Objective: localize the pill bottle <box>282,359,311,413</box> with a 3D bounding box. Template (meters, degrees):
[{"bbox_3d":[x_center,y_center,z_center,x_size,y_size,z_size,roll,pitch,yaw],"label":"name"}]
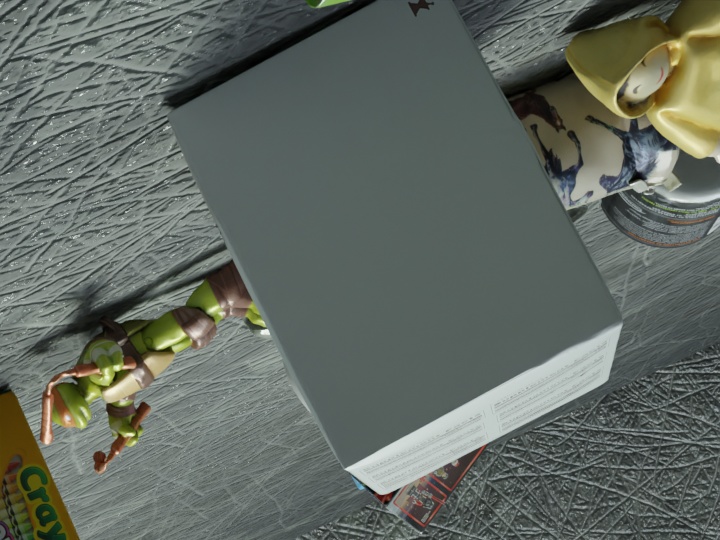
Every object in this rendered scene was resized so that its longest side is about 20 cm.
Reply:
[{"bbox_3d":[0.043,0.031,1.449,0.113,0.114,0.200,-15,164,-47],"label":"pill bottle"}]

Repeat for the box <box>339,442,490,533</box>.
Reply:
[{"bbox_3d":[0.073,0.093,1.511,0.200,0.040,0.137,-53,-162,-4],"label":"box"}]

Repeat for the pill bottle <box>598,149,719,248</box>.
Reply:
[{"bbox_3d":[0.217,-0.076,1.387,0.106,0.107,0.200,-26,169,-4],"label":"pill bottle"}]

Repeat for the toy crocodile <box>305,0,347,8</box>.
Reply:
[{"bbox_3d":[0.043,-0.150,0.733,0.067,0.062,0.200,-17,166,-43],"label":"toy crocodile"}]

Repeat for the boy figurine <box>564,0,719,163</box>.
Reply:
[{"bbox_3d":[0.215,-0.120,1.174,0.199,0.065,0.125,6,124,-28],"label":"boy figurine"}]

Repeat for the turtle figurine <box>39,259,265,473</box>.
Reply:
[{"bbox_3d":[-0.137,0.056,1.263,0.161,0.065,0.200,-33,162,-10],"label":"turtle figurine"}]

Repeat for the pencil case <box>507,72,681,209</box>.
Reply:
[{"bbox_3d":[0.104,-0.063,1.218,0.199,0.090,0.078,-22,166,-22],"label":"pencil case"}]

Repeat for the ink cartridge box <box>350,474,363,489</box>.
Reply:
[{"bbox_3d":[0.049,0.084,1.678,0.128,0.126,0.200,-23,169,-21],"label":"ink cartridge box"}]

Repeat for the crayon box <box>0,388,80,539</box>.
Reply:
[{"bbox_3d":[-0.241,0.193,1.286,0.118,0.201,0.058,-22,169,-25],"label":"crayon box"}]

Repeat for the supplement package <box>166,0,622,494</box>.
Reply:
[{"bbox_3d":[0.022,-0.008,0.999,0.146,0.192,0.200,-27,169,0],"label":"supplement package"}]

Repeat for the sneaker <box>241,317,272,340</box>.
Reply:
[{"bbox_3d":[0.000,0.000,1.318,0.092,0.076,0.200,-7,157,-49],"label":"sneaker"}]

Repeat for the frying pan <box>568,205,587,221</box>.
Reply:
[{"bbox_3d":[0.094,-0.014,1.580,0.189,0.031,0.115,-29,170,29],"label":"frying pan"}]
